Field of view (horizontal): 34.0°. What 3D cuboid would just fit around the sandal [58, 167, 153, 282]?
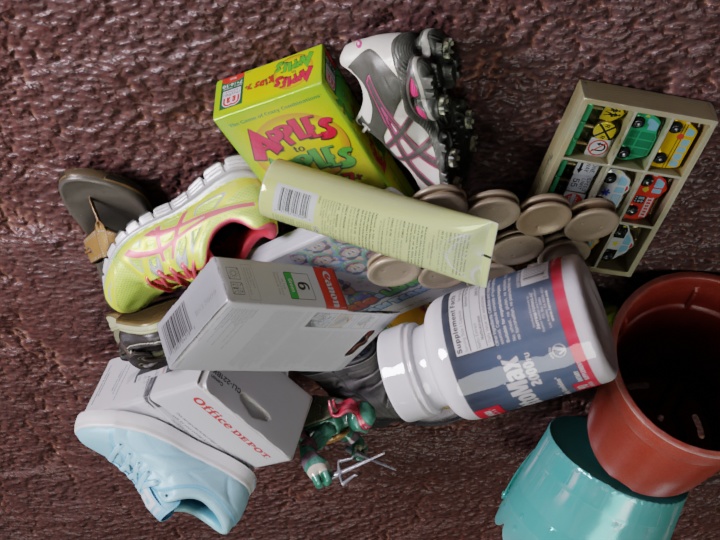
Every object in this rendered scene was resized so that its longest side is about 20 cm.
[{"bbox_3d":[-0.236,-0.023,1.124,0.081,0.055,0.201,0,143,-1],"label":"sandal"}]

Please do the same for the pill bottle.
[{"bbox_3d":[0.123,0.070,1.079,0.199,0.120,0.120,-19,139,18],"label":"pill bottle"}]

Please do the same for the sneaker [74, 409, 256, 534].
[{"bbox_3d":[-0.207,0.209,1.208,0.199,0.082,0.074,22,143,-4],"label":"sneaker"}]

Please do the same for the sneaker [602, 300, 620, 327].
[{"bbox_3d":[0.180,0.073,1.238,0.199,0.084,0.074,-24,144,0],"label":"sneaker"}]

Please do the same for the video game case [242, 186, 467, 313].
[{"bbox_3d":[0.000,0.000,1.110,0.199,0.024,0.182,-22,148,29],"label":"video game case"}]

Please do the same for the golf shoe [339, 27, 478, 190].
[{"bbox_3d":[0.047,-0.125,0.996,0.087,0.078,0.201,8,143,22],"label":"golf shoe"}]

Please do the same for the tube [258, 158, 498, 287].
[{"bbox_3d":[0.015,-0.041,0.972,0.199,0.052,0.058,18,-179,13],"label":"tube"}]

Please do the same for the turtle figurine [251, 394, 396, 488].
[{"bbox_3d":[-0.044,0.187,1.300,0.199,0.101,0.149,-16,173,28],"label":"turtle figurine"}]

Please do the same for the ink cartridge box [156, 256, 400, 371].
[{"bbox_3d":[-0.072,0.044,1.077,0.199,0.051,0.109,5,142,-41],"label":"ink cartridge box"}]

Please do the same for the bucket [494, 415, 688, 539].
[{"bbox_3d":[0.275,0.273,1.381,0.206,0.207,0.136,16,110,-19],"label":"bucket"}]

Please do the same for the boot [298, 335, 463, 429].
[{"bbox_3d":[0.039,0.116,1.295,0.199,0.070,0.132,-17,137,20],"label":"boot"}]

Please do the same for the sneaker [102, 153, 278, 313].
[{"bbox_3d":[-0.154,-0.015,1.063,0.200,0.091,0.078,-39,149,19],"label":"sneaker"}]

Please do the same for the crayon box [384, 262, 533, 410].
[{"bbox_3d":[0.124,0.065,1.180,0.199,0.120,0.058,-16,161,19],"label":"crayon box"}]

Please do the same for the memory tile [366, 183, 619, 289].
[{"bbox_3d":[0.116,-0.025,1.050,0.199,0.017,0.153,5,148,-20],"label":"memory tile"}]

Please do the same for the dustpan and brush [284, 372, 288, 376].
[{"bbox_3d":[-0.121,0.084,1.276,0.139,0.057,0.200,29,142,-15],"label":"dustpan and brush"}]

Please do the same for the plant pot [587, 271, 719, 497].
[{"bbox_3d":[0.333,0.137,1.237,0.199,0.202,0.196,3,150,-4],"label":"plant pot"}]

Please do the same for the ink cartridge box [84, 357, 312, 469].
[{"bbox_3d":[-0.173,0.147,1.254,0.199,0.084,0.144,-18,130,40],"label":"ink cartridge box"}]

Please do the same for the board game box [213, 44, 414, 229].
[{"bbox_3d":[-0.035,-0.098,1.033,0.101,0.048,0.200,-15,140,19],"label":"board game box"}]

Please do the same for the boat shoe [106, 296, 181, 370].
[{"bbox_3d":[-0.203,0.064,1.158,0.073,0.065,0.200,-18,-175,-16],"label":"boat shoe"}]

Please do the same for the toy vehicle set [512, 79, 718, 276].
[{"bbox_3d":[0.222,-0.078,1.064,0.123,0.027,0.201,8,137,-10],"label":"toy vehicle set"}]
